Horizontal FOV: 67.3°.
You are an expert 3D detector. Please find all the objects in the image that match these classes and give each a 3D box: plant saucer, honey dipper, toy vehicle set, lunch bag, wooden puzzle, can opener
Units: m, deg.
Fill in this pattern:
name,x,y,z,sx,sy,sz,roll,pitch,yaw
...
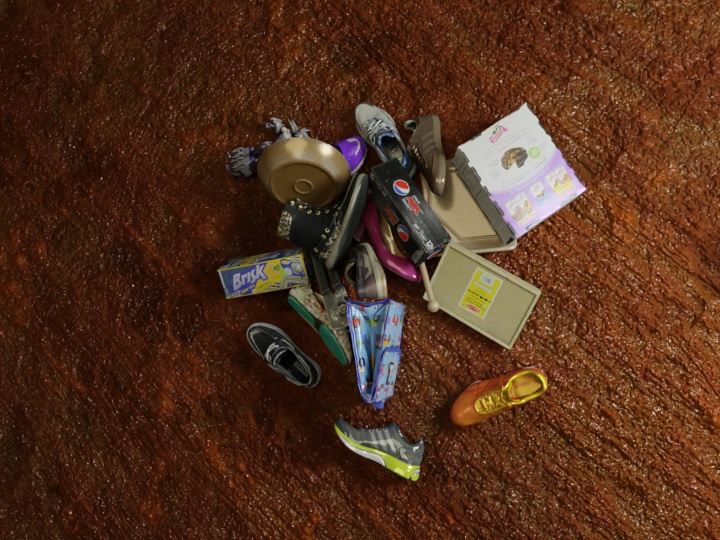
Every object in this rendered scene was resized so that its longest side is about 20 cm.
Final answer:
name,x,y,z,sx,sy,sz,roll,pitch,yaw
plant saucer,-0.116,-0.183,1.107,0.194,0.202,0.036,-9,55,14
honey dipper,0.123,-0.011,1.070,0.037,0.038,0.204,-20,60,12
toy vehicle set,0.232,0.046,1.047,0.197,0.026,0.127,31,111,14
lunch bag,0.031,0.163,1.050,0.091,0.150,0.206,-1,83,15
wooden puzzle,0.217,-0.131,1.095,0.180,0.037,0.206,-5,78,15
can opener,-0.056,0.039,1.134,0.052,0.067,0.204,-24,58,7

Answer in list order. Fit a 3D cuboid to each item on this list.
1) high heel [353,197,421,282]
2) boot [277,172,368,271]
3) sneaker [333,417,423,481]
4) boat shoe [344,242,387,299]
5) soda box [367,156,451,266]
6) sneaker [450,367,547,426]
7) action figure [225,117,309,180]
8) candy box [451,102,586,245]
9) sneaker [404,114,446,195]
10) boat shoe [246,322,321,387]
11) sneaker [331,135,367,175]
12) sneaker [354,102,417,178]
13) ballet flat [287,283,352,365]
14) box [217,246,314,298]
name,x,y,z,sx,sy,sz,roll,pitch,yaw
high heel,0.064,-0.065,1.107,0.199,0.067,0.097,40,105,19
boot,-0.078,-0.120,1.083,0.151,0.073,0.208,27,112,14
sneaker,0.038,0.337,1.079,0.196,0.074,0.083,24,81,11
boat shoe,0.000,0.000,1.041,0.063,0.201,0.074,-7,115,-11
soda box,0.089,-0.116,1.055,0.070,0.064,0.203,-26,76,-26
sneaker,0.256,0.234,1.019,0.197,0.077,0.074,-31,78,12
action figure,-0.200,-0.267,1.201,0.196,0.070,0.133,-22,55,9
candy box,0.296,-0.182,1.027,0.165,0.072,0.203,-31,83,-6
sneaker,0.127,-0.229,1.084,0.073,0.071,0.204,-2,54,2
boat shoe,-0.172,0.179,1.148,0.198,0.068,0.072,38,94,16
sneaker,-0.079,-0.226,1.149,0.197,0.099,0.071,-30,73,12
sneaker,0.050,-0.281,1.129,0.077,0.085,0.202,-38,75,8
ballet flat,-0.072,0.103,1.133,0.064,0.076,0.201,-37,79,-27
box,-0.203,0.004,1.168,0.194,0.065,0.072,-10,109,15
